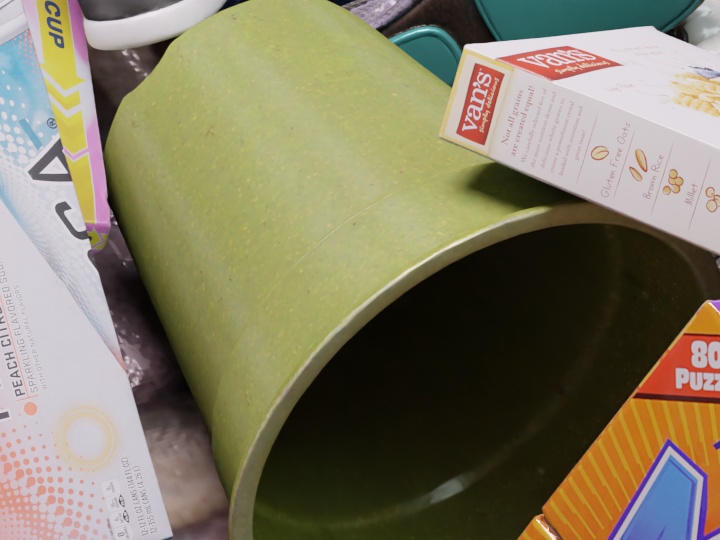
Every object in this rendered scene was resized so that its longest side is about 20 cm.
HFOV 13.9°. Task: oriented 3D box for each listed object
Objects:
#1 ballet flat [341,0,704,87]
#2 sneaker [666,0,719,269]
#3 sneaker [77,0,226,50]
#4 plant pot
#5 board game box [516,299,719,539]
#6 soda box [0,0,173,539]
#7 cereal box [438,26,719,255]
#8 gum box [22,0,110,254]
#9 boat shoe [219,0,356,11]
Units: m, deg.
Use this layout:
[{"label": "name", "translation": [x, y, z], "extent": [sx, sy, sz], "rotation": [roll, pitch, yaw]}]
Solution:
[{"label": "ballet flat", "translation": [0.048, -0.106, 1.204], "extent": [0.072, 0.200, 0.072], "rotation": [58, 19, -32]}, {"label": "sneaker", "translation": [0.169, -0.060, 1.201], "extent": [0.090, 0.078, 0.200], "rotation": [4, 50, -32]}, {"label": "sneaker", "translation": [-0.082, -0.163, 1.167], "extent": [0.071, 0.099, 0.200], "rotation": [-10, 20, 8]}, {"label": "plant pot", "translation": [0.000, 0.000, 1.079], "extent": [0.200, 0.200, 0.190], "rotation": [-6, 41, -32]}, {"label": "board game box", "translation": [0.176, 0.141, 0.978], "extent": [0.200, 0.200, 0.200], "rotation": [-6, 49, -48]}, {"label": "soda box", "translation": [-0.129, 0.009, 1.006], "extent": [0.068, 0.064, 0.200], "rotation": [-14, 86, -27]}, {"label": "cereal box", "translation": [0.145, -0.030, 0.980], "extent": [0.200, 0.040, 0.144], "rotation": [25, 18, 27]}, {"label": "gum box", "translation": [-0.166, -0.070, 1.121], "extent": [0.113, 0.066, 0.200], "rotation": [7, 47, -22]}, {"label": "boat shoe", "translation": [0.022, -0.134, 1.279], "extent": [0.200, 0.072, 0.072], "rotation": [1, 49, -27]}]
